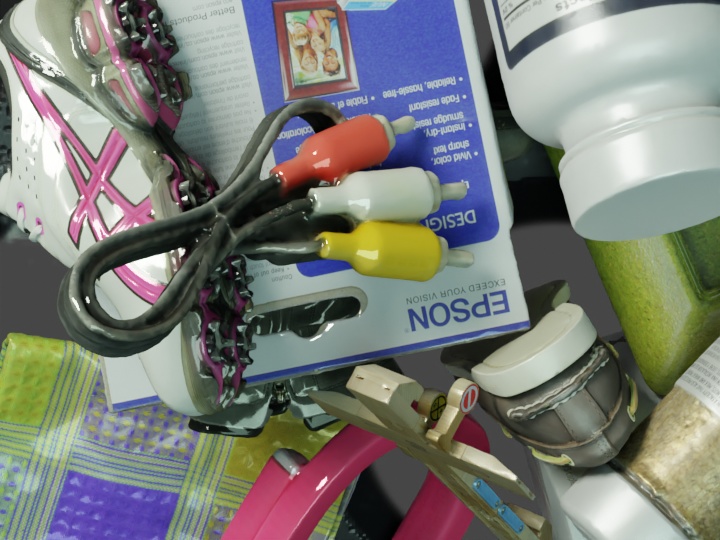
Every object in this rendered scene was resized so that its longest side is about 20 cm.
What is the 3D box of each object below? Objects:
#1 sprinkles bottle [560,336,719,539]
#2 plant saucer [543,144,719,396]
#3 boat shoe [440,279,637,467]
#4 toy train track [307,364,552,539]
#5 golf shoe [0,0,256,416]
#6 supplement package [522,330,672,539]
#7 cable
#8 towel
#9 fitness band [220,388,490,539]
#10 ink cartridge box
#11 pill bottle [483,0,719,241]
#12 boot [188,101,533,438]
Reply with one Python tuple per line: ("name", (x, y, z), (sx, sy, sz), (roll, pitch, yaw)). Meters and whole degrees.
("sprinkles bottle", (0.178, 0.055, 0.997), (0.200, 0.068, 0.068), (-45, 112, -3))
("plant saucer", (0.191, -0.069, 1.064), (0.199, 0.048, 0.200), (-23, 87, 1))
("boat shoe", (0.085, 0.048, 1.056), (0.072, 0.200, 0.060), (-34, 96, -1))
("toy train track", (0.049, 0.083, 1.043), (0.033, 0.115, 0.200), (-60, 146, -13))
("golf shoe", (-0.106, -0.026, 0.984), (0.092, 0.073, 0.200), (-22, 77, 15))
("supplement package", (0.194, 0.111, 1.127), (0.199, 0.152, 0.151), (-18, 114, -1))
("cable", (-0.042, -0.026, 0.932), (0.050, 0.200, 0.097), (-37, 73, 44))
("towel", (-0.103, 0.114, 1.153), (0.200, 0.023, 0.144), (17, 109, -15))
("fitness band", (-0.012, 0.143, 1.135), (0.143, 0.037, 0.200), (8, 117, -51))
("ink cartridge box", (-0.037, -0.053, 1.026), (0.197, 0.047, 0.201), (-11, 92, 8))
("pill bottle", (0.109, -0.120, 0.991), (0.111, 0.111, 0.201), (-11, 73, -4))
("boot", (0.000, 0.000, 1.082), (0.199, 0.068, 0.131), (-17, 95, 7))
